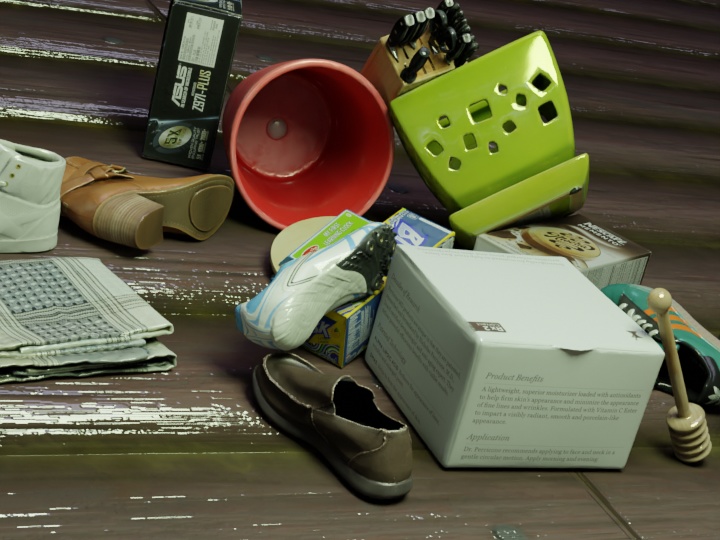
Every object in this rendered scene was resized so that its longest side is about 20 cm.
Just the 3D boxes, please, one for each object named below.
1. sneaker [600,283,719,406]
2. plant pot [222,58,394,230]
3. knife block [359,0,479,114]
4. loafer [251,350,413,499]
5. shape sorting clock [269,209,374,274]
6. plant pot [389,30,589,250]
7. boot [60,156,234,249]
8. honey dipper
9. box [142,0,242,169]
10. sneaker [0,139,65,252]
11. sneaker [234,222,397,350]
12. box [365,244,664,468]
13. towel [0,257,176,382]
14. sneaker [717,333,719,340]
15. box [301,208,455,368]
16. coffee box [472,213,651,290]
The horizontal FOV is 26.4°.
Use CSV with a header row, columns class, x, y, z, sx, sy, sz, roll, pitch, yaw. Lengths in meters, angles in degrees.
class,x,y,z,sx,sy,sz,roll,pitch,yaw
sneaker,0.317,0.076,1.629,0.080,0.072,0.200,-6,33,-47
plant pot,-0.078,-0.157,1.797,0.199,0.202,0.177,7,12,-19
knife block,0.045,-0.228,1.723,0.175,0.199,0.064,-3,66,-63
loafer,-0.017,0.117,1.323,0.073,0.071,0.200,-7,31,-43
shape sorting clock,0.000,0.000,1.650,0.199,0.039,0.200,13,33,-9
plant pot,0.161,-0.135,1.775,0.198,0.182,0.200,-24,-11,3
boot,-0.244,-0.081,1.664,0.155,0.077,0.200,22,30,27
honey dipper,0.293,0.094,1.421,0.038,0.201,0.038,-13,34,9
box,-0.207,-0.250,1.893,0.086,0.201,0.164,11,23,-9
sneaker,-0.380,-0.076,1.489,0.199,0.116,0.074,-8,33,-41
sneaker,-0.037,0.006,1.428,0.072,0.072,0.200,21,40,33
box,0.138,0.079,1.433,0.198,0.131,0.200,4,25,-25
towel,-0.284,0.037,1.391,0.192,0.035,0.200,-2,29,-36
sneaker,0.502,0.071,1.704,0.199,0.116,0.076,14,22,-3
box,0.013,0.014,1.538,0.070,0.065,0.200,26,38,24
coffee box,0.224,0.003,1.733,0.113,0.080,0.199,30,26,34
